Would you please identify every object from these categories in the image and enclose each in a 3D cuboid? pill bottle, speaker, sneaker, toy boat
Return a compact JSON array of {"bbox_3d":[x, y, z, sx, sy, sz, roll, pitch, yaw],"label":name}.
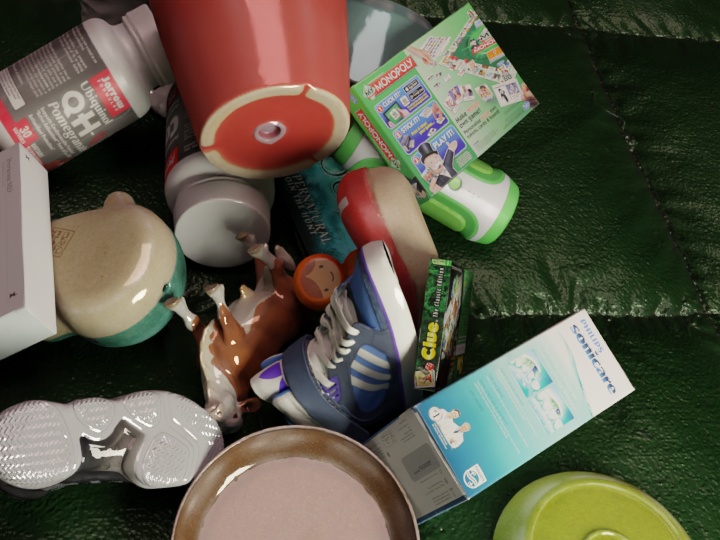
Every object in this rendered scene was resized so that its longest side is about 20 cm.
[{"bbox_3d":[-0.286,-0.188,1.052,0.198,0.111,0.111,-32,58,-5],"label":"pill bottle"},{"bbox_3d":[0.070,-0.107,1.096,0.198,0.089,0.089,28,45,-13],"label":"speaker"},{"bbox_3d":[-0.216,0.143,0.827,0.198,0.113,0.077,7,71,-37],"label":"sneaker"},{"bbox_3d":[0.000,0.000,0.949,0.129,0.201,0.132,-14,51,-7],"label":"toy boat"},{"bbox_3d":[-0.147,-0.110,1.060,0.112,0.115,0.202,2,48,-11],"label":"pill bottle"},{"bbox_3d":[-0.027,0.070,0.863,0.144,0.202,0.081,-15,48,-3],"label":"sneaker"}]

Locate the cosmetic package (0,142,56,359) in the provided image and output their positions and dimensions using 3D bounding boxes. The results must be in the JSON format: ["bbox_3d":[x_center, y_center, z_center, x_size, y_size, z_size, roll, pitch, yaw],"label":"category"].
[{"bbox_3d":[-0.352,-0.003,0.914,0.149,0.052,0.202,-25,51,10],"label":"cosmetic package"}]

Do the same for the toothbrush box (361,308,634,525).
[{"bbox_3d":[0.111,0.129,0.874,0.198,0.147,0.086,-26,78,-32],"label":"toothbrush box"}]

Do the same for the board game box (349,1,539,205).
[{"bbox_3d":[0.087,-0.176,1.056,0.200,0.029,0.135,-40,96,-33],"label":"board game box"}]

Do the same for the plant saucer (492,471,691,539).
[{"bbox_3d":[0.211,0.254,0.875,0.196,0.031,0.202,7,48,-8],"label":"plant saucer"}]

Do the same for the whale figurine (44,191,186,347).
[{"bbox_3d":[-0.251,0.003,0.960,0.197,0.104,0.161,11,65,29],"label":"whale figurine"}]

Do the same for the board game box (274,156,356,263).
[{"bbox_3d":[-0.020,-0.072,1.113,0.133,0.028,0.202,-11,53,-21],"label":"board game box"}]

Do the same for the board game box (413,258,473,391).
[{"bbox_3d":[0.076,0.048,0.902,0.023,0.200,0.107,5,87,12],"label":"board game box"}]

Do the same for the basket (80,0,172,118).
[{"bbox_3d":[-0.202,-0.310,1.169,0.197,0.202,0.160,38,49,20],"label":"basket"}]

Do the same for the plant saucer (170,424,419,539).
[{"bbox_3d":[-0.051,0.225,0.811,0.197,0.032,0.203,2,64,-4],"label":"plant saucer"}]

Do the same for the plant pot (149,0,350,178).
[{"bbox_3d":[-0.095,-0.199,0.961,0.197,0.201,0.180,-4,63,-16],"label":"plant pot"}]

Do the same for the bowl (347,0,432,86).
[{"bbox_3d":[0.012,-0.239,1.142,0.198,0.201,0.107,18,90,3],"label":"bowl"}]

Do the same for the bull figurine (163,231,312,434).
[{"bbox_3d":[-0.110,0.054,0.935,0.064,0.123,0.200,-7,28,31],"label":"bull figurine"}]
